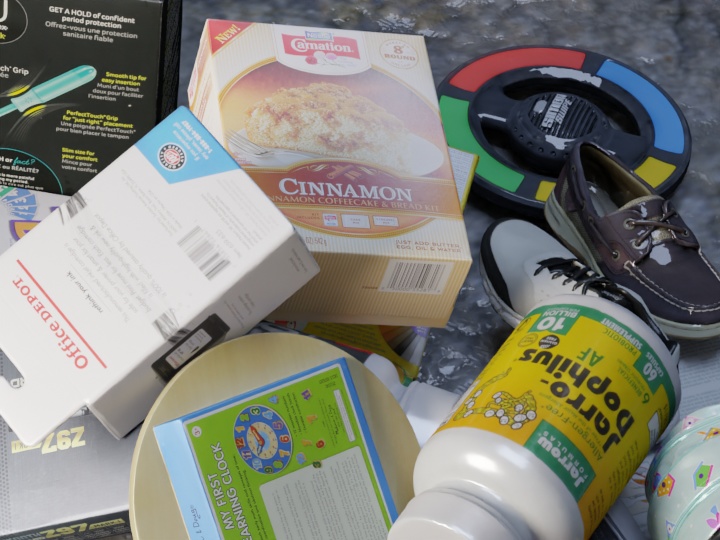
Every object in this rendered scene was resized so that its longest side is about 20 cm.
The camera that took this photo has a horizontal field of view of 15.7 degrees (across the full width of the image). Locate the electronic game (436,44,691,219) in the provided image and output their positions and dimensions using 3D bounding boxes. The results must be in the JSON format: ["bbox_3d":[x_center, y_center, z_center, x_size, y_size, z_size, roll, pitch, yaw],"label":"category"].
[{"bbox_3d":[0.150,-0.105,1.962,0.200,0.042,0.200,4,42,-3],"label":"electronic game"}]

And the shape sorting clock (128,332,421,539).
[{"bbox_3d":[-0.047,0.136,1.539,0.200,0.039,0.200,8,76,-33],"label":"shape sorting clock"}]

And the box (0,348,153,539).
[{"bbox_3d":[-0.194,0.090,1.597,0.200,0.051,0.158,-12,67,14],"label":"box"}]

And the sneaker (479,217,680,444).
[{"bbox_3d":[0.150,0.023,1.724,0.074,0.080,0.200,-23,51,-26],"label":"sneaker"}]

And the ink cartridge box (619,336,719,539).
[{"bbox_3d":[0.207,0.111,1.735,0.160,0.047,0.200,-12,51,-21],"label":"ink cartridge box"}]

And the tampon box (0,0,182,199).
[{"bbox_3d":[-0.207,-0.157,1.850,0.150,0.200,0.126,8,42,0],"label":"tampon box"}]

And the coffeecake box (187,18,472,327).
[{"bbox_3d":[-0.023,-0.064,1.697,0.153,0.073,0.200,3,49,-16],"label":"coffeecake box"}]

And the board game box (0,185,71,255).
[{"bbox_3d":[-0.233,-0.017,1.823,0.200,0.030,0.096,11,42,0],"label":"board game box"}]

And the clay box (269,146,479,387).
[{"bbox_3d":[0.000,0.000,1.772,0.115,0.048,0.200,17,69,1],"label":"clay box"}]

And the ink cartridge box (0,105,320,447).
[{"bbox_3d":[-0.139,0.014,1.544,0.200,0.067,0.116,-40,65,-4],"label":"ink cartridge box"}]

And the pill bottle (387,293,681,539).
[{"bbox_3d":[0.101,0.114,1.565,0.113,0.113,0.200,26,50,20],"label":"pill bottle"}]

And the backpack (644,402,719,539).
[{"bbox_3d":[0.273,0.155,1.591,0.200,0.167,0.127,2,34,-21],"label":"backpack"}]

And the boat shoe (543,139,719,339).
[{"bbox_3d":[0.192,-0.023,1.798,0.072,0.065,0.200,-10,35,-23],"label":"boat shoe"}]

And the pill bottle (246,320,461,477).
[{"bbox_3d":[-0.043,0.096,1.657,0.200,0.114,0.114,16,42,10],"label":"pill bottle"}]

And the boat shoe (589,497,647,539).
[{"bbox_3d":[0.138,0.186,1.625,0.066,0.070,0.200,-19,55,-28],"label":"boat shoe"}]
